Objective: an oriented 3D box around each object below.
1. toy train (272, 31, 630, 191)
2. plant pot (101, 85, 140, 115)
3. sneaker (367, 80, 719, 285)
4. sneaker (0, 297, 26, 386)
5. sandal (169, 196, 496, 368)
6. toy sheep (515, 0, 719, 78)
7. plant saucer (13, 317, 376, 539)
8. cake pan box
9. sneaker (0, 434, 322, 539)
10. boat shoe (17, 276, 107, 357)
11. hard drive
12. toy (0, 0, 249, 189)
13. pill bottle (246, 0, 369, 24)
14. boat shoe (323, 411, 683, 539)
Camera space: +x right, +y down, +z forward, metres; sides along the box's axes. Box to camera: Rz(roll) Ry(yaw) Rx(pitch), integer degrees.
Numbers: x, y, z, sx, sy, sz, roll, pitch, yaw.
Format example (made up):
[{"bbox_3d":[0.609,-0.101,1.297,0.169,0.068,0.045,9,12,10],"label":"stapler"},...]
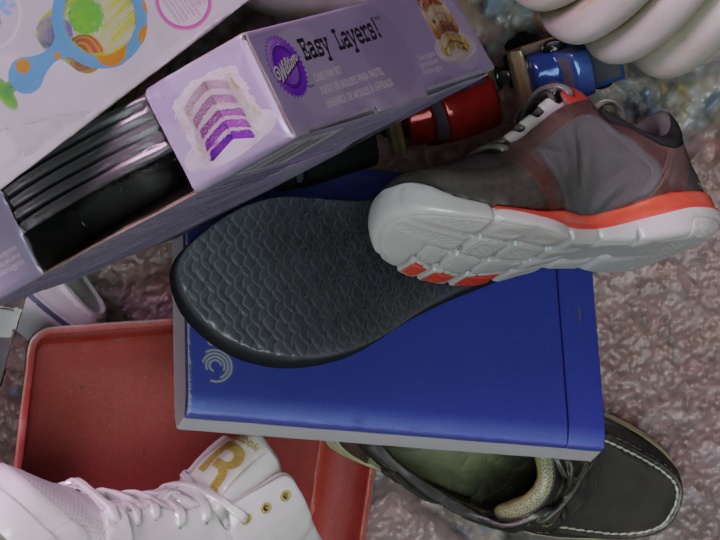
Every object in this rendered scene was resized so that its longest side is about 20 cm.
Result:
[{"bbox_3d":[0.041,-0.077,1.370,0.199,0.046,0.034,-20,109,-17],"label":"toy train"},{"bbox_3d":[-0.159,-0.123,1.242,0.199,0.190,0.201,1,87,-19],"label":"plant pot"},{"bbox_3d":[0.076,-0.043,1.338,0.199,0.077,0.082,0,73,-44],"label":"sneaker"},{"bbox_3d":[-0.223,0.054,1.353,0.106,0.075,0.200,20,141,-12],"label":"sneaker"},{"bbox_3d":[0.001,0.001,1.345,0.199,0.043,0.076,-13,78,-35],"label":"sandal"},{"bbox_3d":[0.129,-0.156,1.335,0.200,0.138,0.138,32,102,-13],"label":"toy sheep"},{"bbox_3d":[-0.085,0.109,1.411,0.199,0.037,0.201,-4,111,-33],"label":"plant saucer"},{"bbox_3d":[-0.065,-0.050,1.222,0.184,0.200,0.052,-29,88,29],"label":"cake pan box"},{"bbox_3d":[-0.094,0.108,1.342,0.116,0.074,0.200,-53,138,-7],"label":"sneaker"},{"bbox_3d":[-0.170,-0.044,1.365,0.065,0.074,0.200,-35,110,10],"label":"boat shoe"},{"bbox_3d":[0.013,0.017,1.375,0.199,0.025,0.133,6,64,-17],"label":"hard drive"},{"bbox_3d":[-0.129,-0.111,1.126,0.200,0.047,0.115,-40,101,-24],"label":"toy"},{"bbox_3d":[-0.012,-0.177,1.319,0.111,0.111,0.201,-10,110,-3],"label":"pill bottle"},{"bbox_3d":[0.074,0.096,1.429,0.200,0.066,0.072,20,102,-25],"label":"boat shoe"}]
